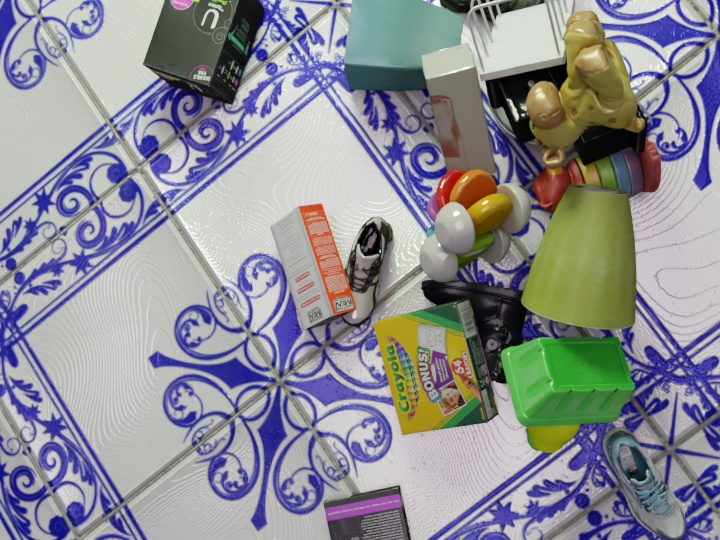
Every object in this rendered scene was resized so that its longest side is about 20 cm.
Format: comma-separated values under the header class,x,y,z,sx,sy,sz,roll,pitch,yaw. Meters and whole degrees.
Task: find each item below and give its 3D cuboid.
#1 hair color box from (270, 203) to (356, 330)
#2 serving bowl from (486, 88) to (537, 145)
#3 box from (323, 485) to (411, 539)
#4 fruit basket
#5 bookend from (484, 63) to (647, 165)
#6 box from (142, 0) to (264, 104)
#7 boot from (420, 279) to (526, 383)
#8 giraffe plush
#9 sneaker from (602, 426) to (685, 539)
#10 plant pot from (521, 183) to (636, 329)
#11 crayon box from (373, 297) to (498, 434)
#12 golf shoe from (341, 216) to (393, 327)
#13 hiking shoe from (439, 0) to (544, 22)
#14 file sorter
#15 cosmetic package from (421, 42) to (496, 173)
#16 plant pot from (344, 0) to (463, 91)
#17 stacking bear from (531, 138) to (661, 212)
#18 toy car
class,x,y,z,sx,sy,sz,roll,pitch,yaw
hair color box,-0.086,-0.006,1.437,0.101,0.061,0.204,-27,78,48
serving bowl,0.322,-0.314,1.411,0.196,0.066,0.204,-1,85,11
box,0.023,0.495,1.411,0.140,0.036,0.204,-13,82,10
fruit basket,0.329,0.205,1.333,0.212,0.216,0.158,-15,61,8
bookend,0.329,-0.257,1.299,0.197,0.092,0.202,-21,65,8
box,-0.291,-0.440,1.501,0.146,0.124,0.203,19,90,12
boot,0.193,0.108,1.392,0.196,0.076,0.172,8,84,6
giraffe plush,0.315,-0.253,1.189,0.161,0.174,0.201,-27,114,29
sneaker,0.465,0.358,1.317,0.077,0.086,0.202,-34,80,6
plant pot,0.365,-0.032,1.292,0.183,0.187,0.204,9,104,11
crayon box,0.127,0.166,1.367,0.170,0.058,0.204,-16,88,34
golf shoe,0.000,0.000,1.428,0.076,0.094,0.204,13,89,10
hiking shoe,0.231,-0.492,1.424,0.196,0.101,0.077,10,87,11
file sorter,0.259,-0.424,1.295,0.136,0.126,0.202,-7,41,27
cosmetic package,0.168,-0.265,1.363,0.086,0.104,0.202,-12,124,9
plant pot,0.080,-0.401,1.431,0.196,0.141,0.144,8,86,3
stacking bear,0.392,-0.158,1.360,0.196,0.115,0.123,-16,42,6
toy car,0.174,-0.088,1.353,0.173,0.201,0.151,-20,64,-27
